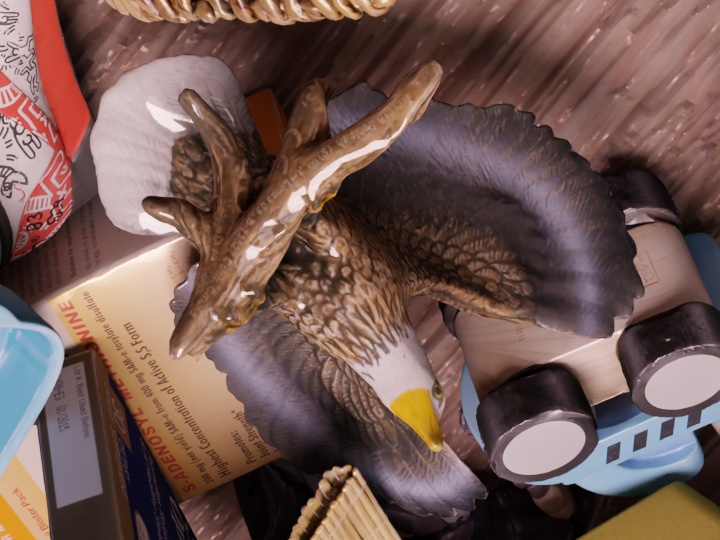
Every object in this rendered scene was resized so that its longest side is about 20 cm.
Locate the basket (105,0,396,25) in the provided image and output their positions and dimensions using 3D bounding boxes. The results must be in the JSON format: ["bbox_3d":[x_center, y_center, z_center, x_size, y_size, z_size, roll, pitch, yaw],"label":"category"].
[{"bbox_3d":[-0.048,-0.202,0.720,0.142,0.149,0.201,2,134,27],"label":"basket"}]

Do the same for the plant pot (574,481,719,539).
[{"bbox_3d":[0.126,0.215,0.935,0.199,0.177,0.200,-28,157,-13],"label":"plant pot"}]

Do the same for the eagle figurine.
[{"bbox_3d":[0.002,0.007,0.779,0.151,0.152,0.200,-5,168,25],"label":"eagle figurine"}]

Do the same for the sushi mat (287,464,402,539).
[{"bbox_3d":[-0.010,0.149,0.863,0.096,0.012,0.200,-54,156,-14],"label":"sushi mat"}]

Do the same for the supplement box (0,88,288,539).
[{"bbox_3d":[-0.095,0.031,0.874,0.199,0.074,0.126,-26,127,6],"label":"supplement box"}]

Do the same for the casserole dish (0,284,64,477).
[{"bbox_3d":[-0.188,0.065,0.783,0.120,0.039,0.200,-1,138,-40],"label":"casserole dish"}]

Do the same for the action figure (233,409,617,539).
[{"bbox_3d":[0.035,0.117,0.976,0.199,0.069,0.131,2,120,-30],"label":"action figure"}]

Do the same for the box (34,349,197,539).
[{"bbox_3d":[-0.075,0.141,0.839,0.032,0.122,0.201,-19,132,1],"label":"box"}]

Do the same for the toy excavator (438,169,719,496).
[{"bbox_3d":[0.148,0.049,0.947,0.193,0.100,0.200,-24,141,7],"label":"toy excavator"}]

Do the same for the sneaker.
[{"bbox_3d":[-0.163,-0.074,0.756,0.108,0.067,0.202,-44,138,-28],"label":"sneaker"}]
